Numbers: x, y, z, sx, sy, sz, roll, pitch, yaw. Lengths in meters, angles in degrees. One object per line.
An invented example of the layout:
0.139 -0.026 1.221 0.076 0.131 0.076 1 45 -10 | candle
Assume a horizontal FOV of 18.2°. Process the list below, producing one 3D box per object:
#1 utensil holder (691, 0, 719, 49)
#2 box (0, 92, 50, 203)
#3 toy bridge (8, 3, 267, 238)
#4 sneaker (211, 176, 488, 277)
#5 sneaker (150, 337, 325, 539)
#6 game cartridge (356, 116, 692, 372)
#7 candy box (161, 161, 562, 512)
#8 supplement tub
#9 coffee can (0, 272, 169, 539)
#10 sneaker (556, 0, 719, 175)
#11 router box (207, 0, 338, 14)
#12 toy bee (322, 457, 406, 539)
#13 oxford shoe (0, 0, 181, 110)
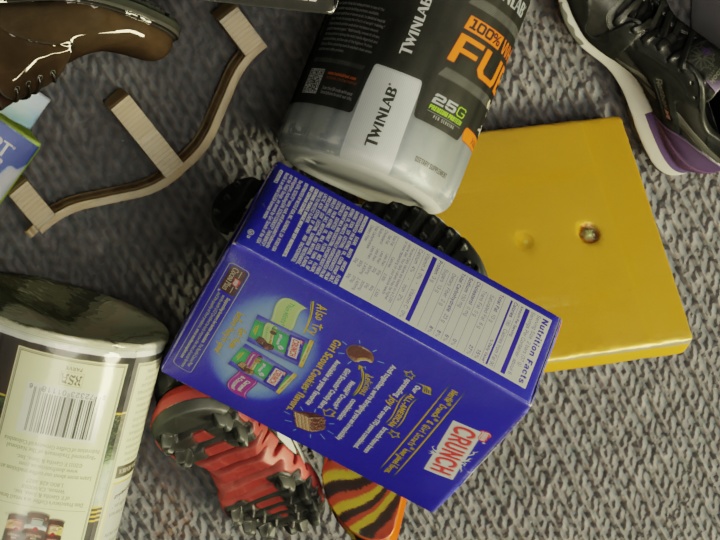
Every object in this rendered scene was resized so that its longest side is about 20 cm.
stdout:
0.338 -0.164 1.515 0.169 0.200 0.171 -5 107 -17 | utensil holder
-0.294 -0.053 1.409 0.122 0.048 0.200 35 93 -25 | box
-0.140 -0.088 1.463 0.200 0.027 0.067 -41 115 -4 | toy bridge
0.000 0.000 1.446 0.067 0.199 0.091 -55 145 -31 | sneaker
-0.080 0.108 1.506 0.071 0.098 0.201 -21 142 13 | sneaker
0.107 -0.013 1.515 0.199 0.032 0.177 -8 66 -16 | game cartridge
-0.001 0.045 1.367 0.200 0.169 0.077 30 55 -4 | candy box
0.035 -0.147 1.445 0.122 0.122 0.201 24 83 -23 | supplement tub
-0.215 0.117 1.430 0.146 0.146 0.201 12 100 -22 | coffee can
0.212 -0.152 1.528 0.076 0.087 0.200 -48 118 -23 | sneaker
-0.125 -0.205 1.369 0.199 0.150 0.062 3 103 -20 | router box
0.012 0.084 1.533 0.108 0.131 0.200 22 54 12 | toy bee
-0.206 -0.139 1.389 0.199 0.073 0.085 1 89 -27 | oxford shoe
